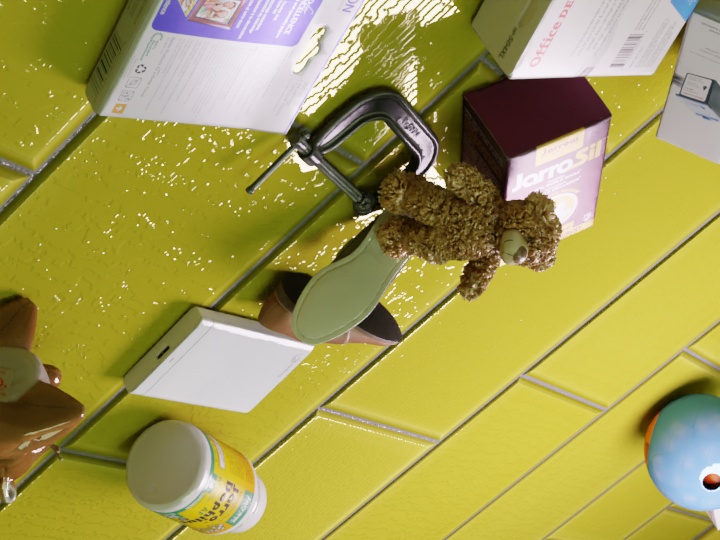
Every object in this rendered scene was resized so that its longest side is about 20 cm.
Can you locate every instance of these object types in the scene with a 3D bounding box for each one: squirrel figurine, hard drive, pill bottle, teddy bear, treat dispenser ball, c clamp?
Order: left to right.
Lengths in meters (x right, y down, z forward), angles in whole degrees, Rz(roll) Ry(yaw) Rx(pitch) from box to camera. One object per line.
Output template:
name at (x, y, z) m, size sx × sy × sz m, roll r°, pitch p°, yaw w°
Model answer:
squirrel figurine at (-0.377, 0.158, 1.340) m, size 0.199 × 0.142 × 0.187 m, roll -27°, pitch 160°, yaw -29°
pill bottle at (-0.195, 0.264, 1.682) m, size 0.112 × 0.113 × 0.200 m, roll -34°, pitch 149°, yaw 6°
hard drive at (-0.160, 0.107, 1.572) m, size 0.132 × 0.027 × 0.199 m, roll -44°, pitch 148°, yaw 20°
c clamp at (-0.007, -0.112, 1.400) m, size 0.171 × 0.027 × 0.200 m, roll -44°, pitch 146°, yaw 11°
teddy bear at (0.106, -0.042, 1.404) m, size 0.146 × 0.199 × 0.067 m, roll -68°, pitch 168°, yaw 20°
treat dispenser ball at (0.595, 0.316, 2.364) m, size 0.200 × 0.202 × 0.201 m, roll -22°, pitch 148°, yaw -15°

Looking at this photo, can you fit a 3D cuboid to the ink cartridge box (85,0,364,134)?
ink cartridge box at (-0.107, -0.205, 1.154) m, size 0.199 × 0.044 × 0.199 m, roll 2°, pitch 136°, yaw -40°

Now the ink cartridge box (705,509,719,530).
ink cartridge box at (0.668, 0.371, 2.507) m, size 0.125 × 0.201 × 0.129 m, roll -32°, pitch 150°, yaw 2°

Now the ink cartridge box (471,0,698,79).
ink cartridge box at (0.228, -0.268, 1.319) m, size 0.199 × 0.085 × 0.146 m, roll -6°, pitch 141°, yaw -34°

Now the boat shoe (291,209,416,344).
boat shoe at (0.002, 0.002, 1.489) m, size 0.202 × 0.072 × 0.060 m, roll -48°, pitch 179°, yaw -3°

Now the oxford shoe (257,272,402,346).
oxford shoe at (-0.035, 0.057, 1.577) m, size 0.199 × 0.072 × 0.071 m, roll 18°, pitch 130°, yaw -39°

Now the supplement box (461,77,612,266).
supplement box at (0.187, -0.118, 1.481) m, size 0.130 × 0.104 × 0.201 m, roll -23°, pitch 148°, yaw -11°

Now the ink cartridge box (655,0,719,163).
ink cartridge box at (0.396, -0.238, 1.453) m, size 0.147 × 0.085 × 0.201 m, roll -55°, pitch 160°, yaw -29°
